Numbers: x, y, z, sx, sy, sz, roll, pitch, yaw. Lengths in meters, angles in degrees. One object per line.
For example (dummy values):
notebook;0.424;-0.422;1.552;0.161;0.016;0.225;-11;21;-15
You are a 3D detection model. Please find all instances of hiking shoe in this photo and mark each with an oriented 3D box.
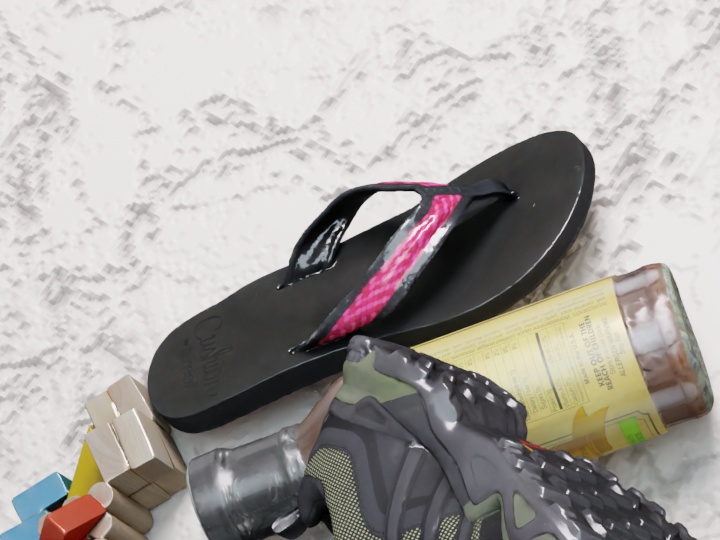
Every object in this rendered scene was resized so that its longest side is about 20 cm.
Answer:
hiking shoe;0.044;0.105;0.923;0.200;0.076;0.101;41;109;50

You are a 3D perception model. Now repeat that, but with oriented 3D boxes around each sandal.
sandal;0.000;0.000;1.050;0.200;0.045;0.075;-27;38;8

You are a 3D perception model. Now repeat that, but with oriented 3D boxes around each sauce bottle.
sauce bottle;0.033;0.058;1.024;0.200;0.065;0.065;-20;68;11

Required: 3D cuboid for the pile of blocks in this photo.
pile of blocks;-0.123;0.133;1.045;0.082;0.062;0.200;5;73;18
